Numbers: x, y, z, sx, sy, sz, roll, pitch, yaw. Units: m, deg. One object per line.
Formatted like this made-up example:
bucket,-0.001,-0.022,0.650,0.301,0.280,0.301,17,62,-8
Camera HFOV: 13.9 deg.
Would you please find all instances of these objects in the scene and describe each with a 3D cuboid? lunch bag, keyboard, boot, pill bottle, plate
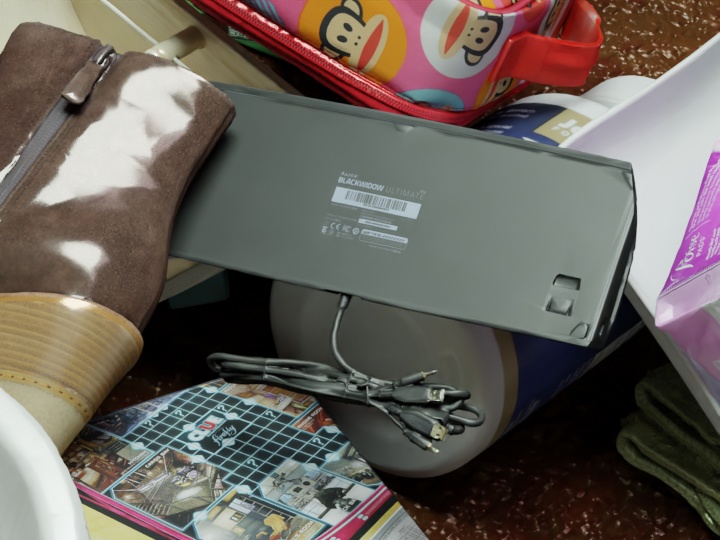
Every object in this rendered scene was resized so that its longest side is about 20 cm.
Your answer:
lunch bag,0.023,-0.127,1.229,0.176,0.082,0.200,31,23,12
keyboard,0.000,0.000,1.107,0.200,0.021,0.127,12,70,23
boot,-0.163,-0.021,1.124,0.200,0.072,0.166,16,66,16
pill bottle,0.065,-0.007,1.212,0.111,0.111,0.200,36,44,20
plate,0.176,0.001,1.200,0.200,0.032,0.200,-36,94,-43

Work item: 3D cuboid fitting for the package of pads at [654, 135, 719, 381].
package of pads,0.215,0.028,1.146,0.200,0.076,0.121,40,48,-18

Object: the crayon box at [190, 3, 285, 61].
crayon box,-0.044,-0.163,1.385,0.200,0.058,0.119,22,41,4

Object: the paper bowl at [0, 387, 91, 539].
paper bowl,-0.181,0.127,0.962,0.201,0.104,0.201,-2,54,3

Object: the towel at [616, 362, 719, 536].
towel,0.216,0.069,1.242,0.200,0.036,0.148,-26,56,-37

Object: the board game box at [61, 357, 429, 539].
board game box,-0.077,0.113,1.091,0.200,0.035,0.136,-16,51,-32

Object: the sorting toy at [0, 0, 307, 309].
sorting toy,-0.122,-0.039,1.202,0.200,0.107,0.180,40,54,21
